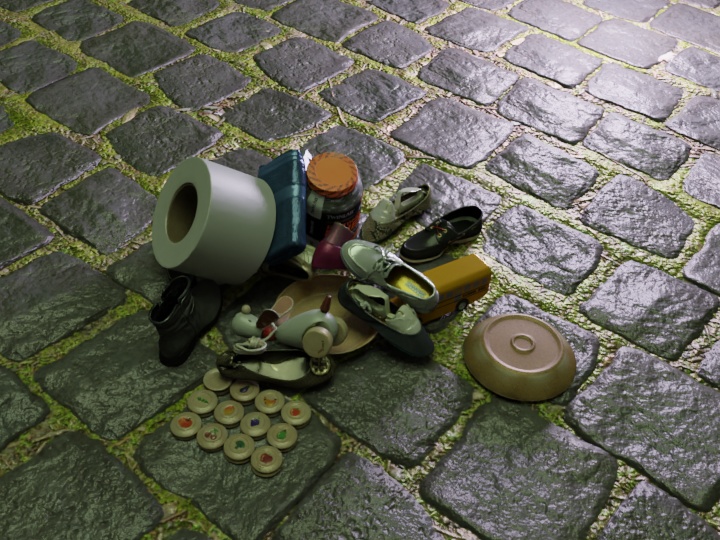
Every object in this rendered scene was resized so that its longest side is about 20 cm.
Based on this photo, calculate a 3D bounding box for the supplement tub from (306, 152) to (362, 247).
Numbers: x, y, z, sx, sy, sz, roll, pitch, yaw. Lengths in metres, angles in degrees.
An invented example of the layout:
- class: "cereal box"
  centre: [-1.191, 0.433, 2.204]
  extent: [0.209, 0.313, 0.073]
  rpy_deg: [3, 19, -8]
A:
- class: "supplement tub"
  centre: [-0.059, -0.124, 1.588]
  extent: [0.121, 0.201, 0.123]
  rpy_deg: [2, 55, -3]

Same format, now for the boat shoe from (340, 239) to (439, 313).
- class: "boat shoe"
  centre: [0.048, -0.001, 1.438]
  extent: [0.201, 0.086, 0.075]
  rpy_deg: [36, 75, 17]

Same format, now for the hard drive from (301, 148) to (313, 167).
- class: "hard drive"
  centre: [-0.170, -0.152, 1.656]
  extent: [0.139, 0.033, 0.201]
  rpy_deg: [-29, 27, 28]

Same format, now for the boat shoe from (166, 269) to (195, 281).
- class: "boat shoe"
  centre: [-0.356, -0.058, 1.572]
  extent: [0.072, 0.072, 0.201]
  rpy_deg: [-26, 53, 18]

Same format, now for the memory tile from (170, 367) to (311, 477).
- class: "memory tile"
  centre: [-0.191, 0.239, 1.329]
  extent: [0.199, 0.017, 0.154]
  rpy_deg: [19, 44, 17]

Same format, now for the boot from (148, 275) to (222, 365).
- class: "boot"
  centre: [-0.296, 0.055, 1.432]
  extent: [0.069, 0.132, 0.201]
  rpy_deg: [10, 44, 8]

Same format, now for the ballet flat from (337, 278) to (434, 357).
- class: "ballet flat"
  centre: [0.047, 0.077, 1.435]
  extent: [0.199, 0.073, 0.073]
  rpy_deg: [33, 49, 13]

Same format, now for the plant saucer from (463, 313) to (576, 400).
- class: "plant saucer"
  centre: [0.282, 0.139, 1.448]
  extent: [0.198, 0.036, 0.201]
  rpy_deg: [3, 42, -2]

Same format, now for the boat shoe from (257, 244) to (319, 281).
- class: "boat shoe"
  centre: [-0.171, -0.027, 1.546]
  extent: [0.199, 0.073, 0.065]
  rpy_deg: [16, 41, 14]

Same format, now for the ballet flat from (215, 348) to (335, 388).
- class: "ballet flat"
  centre: [-0.140, 0.155, 1.372]
  extent: [0.198, 0.046, 0.068]
  rpy_deg: [5, 61, -4]

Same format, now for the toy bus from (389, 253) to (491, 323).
- class: "toy bus"
  centre: [0.142, 0.041, 1.525]
  extent: [0.199, 0.079, 0.065]
  rpy_deg: [-20, 47, -24]

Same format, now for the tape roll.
- class: "tape roll"
  centre: [-0.262, -0.086, 1.474]
  extent: [0.139, 0.203, 0.203]
  rpy_deg: [16, 30, -39]

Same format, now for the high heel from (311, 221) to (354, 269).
- class: "high heel"
  centre: [0.000, 0.000, 1.546]
  extent: [0.199, 0.067, 0.097]
  rpy_deg: [34, 81, -20]

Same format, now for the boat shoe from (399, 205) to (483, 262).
- class: "boat shoe"
  centre: [0.163, -0.076, 1.670]
  extent: [0.200, 0.063, 0.074]
  rpy_deg: [-23, 51, -25]

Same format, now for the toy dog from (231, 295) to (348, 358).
- class: "toy dog"
  centre: [-0.117, 0.080, 1.384]
  extent: [0.198, 0.097, 0.132]
  rpy_deg: [3, 13, -6]

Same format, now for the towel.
- class: "towel"
  centre: [-0.140, -0.113, 1.496]
  extent: [0.048, 0.111, 0.201]
  rpy_deg: [22, 56, -44]

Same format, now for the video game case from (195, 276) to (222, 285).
- class: "video game case"
  centre: [-0.256, -0.053, 1.640]
  extent: [0.199, 0.023, 0.182]
  rpy_deg: [-20, 47, -24]

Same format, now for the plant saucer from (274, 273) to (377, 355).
- class: "plant saucer"
  centre: [-0.057, 0.086, 1.491]
  extent: [0.198, 0.036, 0.201]
  rpy_deg: [2, 43, -2]

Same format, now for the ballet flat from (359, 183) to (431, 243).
- class: "ballet flat"
  centre: [0.073, -0.129, 1.709]
  extent: [0.199, 0.076, 0.068]
  rpy_deg: [-32, 54, -32]
